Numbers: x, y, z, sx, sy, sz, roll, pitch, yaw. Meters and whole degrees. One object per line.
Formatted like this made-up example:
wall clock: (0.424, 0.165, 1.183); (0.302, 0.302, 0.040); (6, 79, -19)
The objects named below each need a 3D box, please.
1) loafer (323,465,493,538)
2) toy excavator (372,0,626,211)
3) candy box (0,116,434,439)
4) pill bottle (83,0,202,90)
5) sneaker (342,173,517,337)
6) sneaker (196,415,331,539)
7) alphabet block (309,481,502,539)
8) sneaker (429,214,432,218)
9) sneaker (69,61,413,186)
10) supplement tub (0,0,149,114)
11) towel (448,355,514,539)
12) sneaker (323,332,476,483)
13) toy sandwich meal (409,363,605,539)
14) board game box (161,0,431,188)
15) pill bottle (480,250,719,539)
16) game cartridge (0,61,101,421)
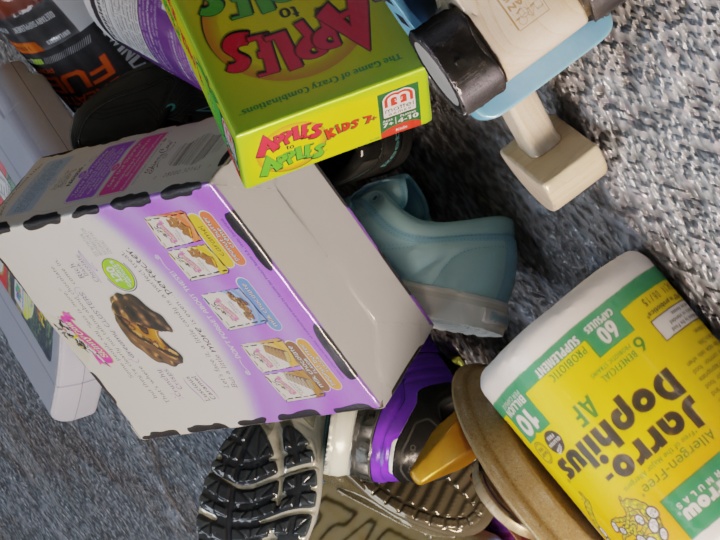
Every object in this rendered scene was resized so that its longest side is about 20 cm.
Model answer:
loafer: (0.004, 0.111, 1.921); (0.200, 0.076, 0.067); (31, 169, 15)
toy excavator: (0.066, -0.118, 1.420); (0.195, 0.100, 0.200); (53, 176, -6)
candy box: (-0.088, 0.005, 1.644); (0.200, 0.072, 0.168); (-10, 126, 44)
pill bottle: (-0.089, -0.164, 1.654); (0.200, 0.111, 0.111); (32, 153, 49)
sneaker: (0.002, -0.018, 1.699); (0.200, 0.082, 0.074); (13, 173, 22)
sneaker: (-0.040, 0.111, 1.805); (0.078, 0.200, 0.086); (4, 166, 26)
alphabet block: (0.029, 0.282, 2.038); (0.195, 0.196, 0.200); (52, 164, -30)
sneaker: (0.000, 0.000, 1.819); (0.080, 0.070, 0.200); (53, 162, -10)
sneaker: (-0.074, -0.079, 1.675); (0.079, 0.200, 0.075); (-53, -40, -70)
supplement tub: (-0.141, -0.135, 1.826); (0.200, 0.107, 0.107); (49, 166, -27)
towel: (0.062, 0.118, 1.971); (0.144, 0.023, 0.200); (55, 162, -7)
sneaker: (0.041, 0.084, 1.808); (0.200, 0.099, 0.070); (-63, -20, -68)
toy sandwich meal: (0.103, 0.134, 1.610); (0.205, 0.070, 0.205); (43, -162, -17)
board game box: (-0.048, -0.146, 1.504); (0.048, 0.102, 0.200); (83, 164, -57)
pill bottle: (0.164, 0.098, 1.522); (0.200, 0.113, 0.113); (51, 162, 7)
game cartridge: (-0.192, -0.012, 1.813); (0.133, 0.041, 0.200); (48, 145, 43)
